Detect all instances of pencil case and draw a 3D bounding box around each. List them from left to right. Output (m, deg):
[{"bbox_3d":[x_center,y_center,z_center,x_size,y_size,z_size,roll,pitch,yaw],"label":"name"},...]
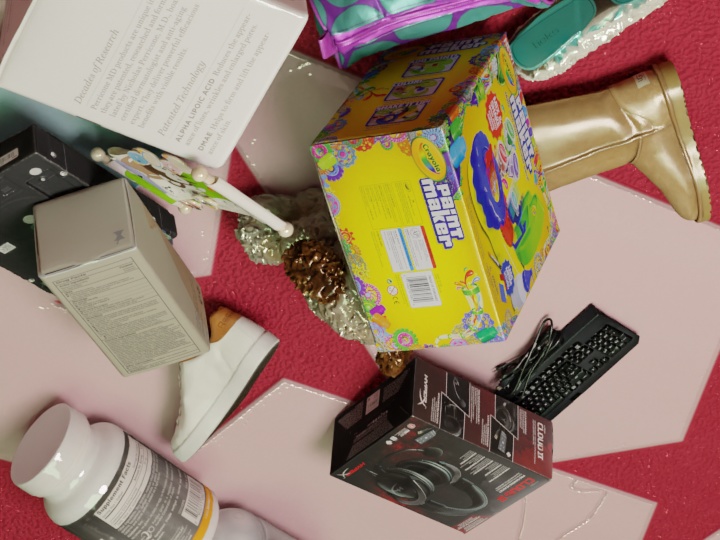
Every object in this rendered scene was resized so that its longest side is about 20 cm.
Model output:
[{"bbox_3d":[0.058,-0.235,1.479,0.199,0.093,0.085,-17,129,8],"label":"pencil case"}]

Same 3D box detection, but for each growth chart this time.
[{"bbox_3d":[-0.149,-0.072,1.515,0.144,0.200,0.018,30,80,-38],"label":"growth chart"}]

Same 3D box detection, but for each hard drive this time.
[{"bbox_3d":[-0.277,-0.048,1.580,0.139,0.038,0.200,-27,144,23],"label":"hard drive"}]

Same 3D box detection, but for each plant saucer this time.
[{"bbox_3d":[-0.269,-0.131,1.552,0.199,0.028,0.201,-6,136,-6],"label":"plant saucer"}]

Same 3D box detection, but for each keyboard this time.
[{"bbox_3d":[0.191,0.119,1.818,0.104,0.040,0.200,29,119,-28],"label":"keyboard"}]

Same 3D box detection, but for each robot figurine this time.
[{"bbox_3d":[-0.114,0.329,1.901,0.200,0.113,0.169,35,142,-29],"label":"robot figurine"}]

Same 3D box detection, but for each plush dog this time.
[{"bbox_3d":[0.000,0.000,1.609,0.160,0.172,0.200,-37,123,21],"label":"plush dog"}]

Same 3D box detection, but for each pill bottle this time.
[{"bbox_3d":[-0.250,0.227,1.796,0.116,0.117,0.200,-39,120,23],"label":"pill bottle"}]

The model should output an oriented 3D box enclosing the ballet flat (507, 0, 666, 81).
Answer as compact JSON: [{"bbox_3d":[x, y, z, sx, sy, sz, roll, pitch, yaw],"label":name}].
[{"bbox_3d":[0.215,-0.232,1.530,0.200,0.072,0.072,-33,125,21],"label":"ballet flat"}]

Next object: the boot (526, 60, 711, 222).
[{"bbox_3d":[0.211,-0.096,1.634,0.199,0.066,0.176,-18,117,7],"label":"boot"}]

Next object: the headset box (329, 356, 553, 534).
[{"bbox_3d":[0.091,0.187,1.815,0.199,0.078,0.149,27,137,-24],"label":"headset box"}]

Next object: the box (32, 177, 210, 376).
[{"bbox_3d":[-0.212,0.010,1.584,0.094,0.078,0.200,-16,148,6],"label":"box"}]

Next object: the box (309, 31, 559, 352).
[{"bbox_3d":[0.069,-0.069,1.507,0.121,0.193,0.201,-6,118,25],"label":"box"}]

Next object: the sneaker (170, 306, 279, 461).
[{"bbox_3d":[-0.155,0.108,1.760,0.085,0.073,0.200,37,128,4],"label":"sneaker"}]

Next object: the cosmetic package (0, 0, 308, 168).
[{"bbox_3d":[-0.169,-0.219,1.416,0.199,0.165,0.165,20,124,-21],"label":"cosmetic package"}]
